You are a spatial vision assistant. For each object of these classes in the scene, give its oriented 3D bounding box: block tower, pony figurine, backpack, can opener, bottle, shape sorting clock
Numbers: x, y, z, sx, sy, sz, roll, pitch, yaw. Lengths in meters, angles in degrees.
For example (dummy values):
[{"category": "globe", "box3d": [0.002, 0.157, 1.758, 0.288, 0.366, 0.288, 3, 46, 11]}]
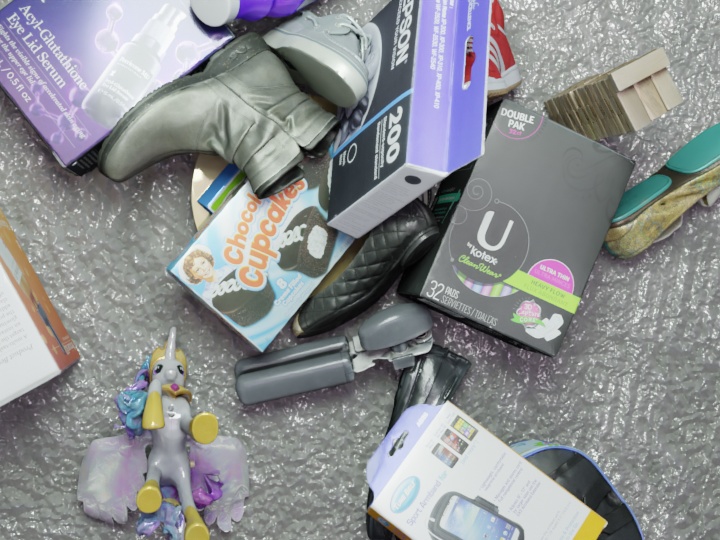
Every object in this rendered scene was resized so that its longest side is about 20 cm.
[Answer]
[{"category": "block tower", "box3d": [0.233, -0.157, 1.034, 0.054, 0.200, 0.058, -29, 94, -6]}, {"category": "pony figurine", "box3d": [-0.173, 0.170, 1.006, 0.165, 0.200, 0.195, 2, 106, -14]}, {"category": "backpack", "box3d": [0.152, 0.263, 1.052, 0.199, 0.147, 0.184, -34, 89, -9]}, {"category": "can opener", "box3d": [-0.027, 0.073, 1.058, 0.198, 0.053, 0.067, -13, 122, -1]}, {"category": "bottle", "box3d": [-0.076, -0.277, 1.008, 0.084, 0.065, 0.200, 53, 45, -3]}, {"category": "shape sorting clock", "box3d": [-0.067, -0.073, 1.075, 0.198, 0.039, 0.202, -1, 93, -19]}]

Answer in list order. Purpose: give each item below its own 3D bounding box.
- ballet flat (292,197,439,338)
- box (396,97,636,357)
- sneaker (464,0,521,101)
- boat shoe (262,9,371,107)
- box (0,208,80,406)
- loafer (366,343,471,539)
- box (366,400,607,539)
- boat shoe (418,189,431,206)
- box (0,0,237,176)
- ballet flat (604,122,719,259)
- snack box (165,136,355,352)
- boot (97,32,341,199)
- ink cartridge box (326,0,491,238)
[{"category": "ballet flat", "box3d": [0.000, 0.000, 1.042, 0.200, 0.066, 0.057, -44, 72, 31]}, {"category": "box", "box3d": [0.146, -0.040, 1.061, 0.148, 0.124, 0.201, 24, 86, -9]}, {"category": "sneaker", "box3d": [0.097, -0.210, 1.019, 0.071, 0.200, 0.113, -14, 101, 20]}, {"category": "boat shoe", "box3d": [-0.032, -0.205, 1.001, 0.071, 0.201, 0.070, -44, 119, -3]}, {"category": "box", "box3d": [-0.350, 0.022, 0.981, 0.106, 0.152, 0.201, -28, 95, -7]}, {"category": "loafer", "box3d": [0.055, 0.172, 1.078, 0.070, 0.068, 0.202, 17, 85, 2]}, {"category": "box", "box3d": [0.101, 0.209, 0.964, 0.199, 0.042, 0.119, 37, 71, 9]}, {"category": "boat shoe", "box3d": [0.056, -0.148, 1.070, 0.062, 0.074, 0.202, 2, 80, -26]}, {"category": "box", "box3d": [-0.234, -0.206, 1.019, 0.200, 0.104, 0.148, -40, 95, -5]}, {"category": "ballet flat", "box3d": [0.326, -0.080, 1.121, 0.199, 0.071, 0.071, -35, 95, -7]}, {"category": "snack box", "box3d": [-0.074, -0.038, 1.033, 0.116, 0.037, 0.200, 42, 79, -15]}, {"category": "boot", "box3d": [-0.123, -0.113, 0.977, 0.200, 0.068, 0.131, -38, 79, -13]}, {"category": "ink cartridge box", "box3d": [0.040, -0.153, 0.955, 0.043, 0.200, 0.200, 18, 64, -26]}]
